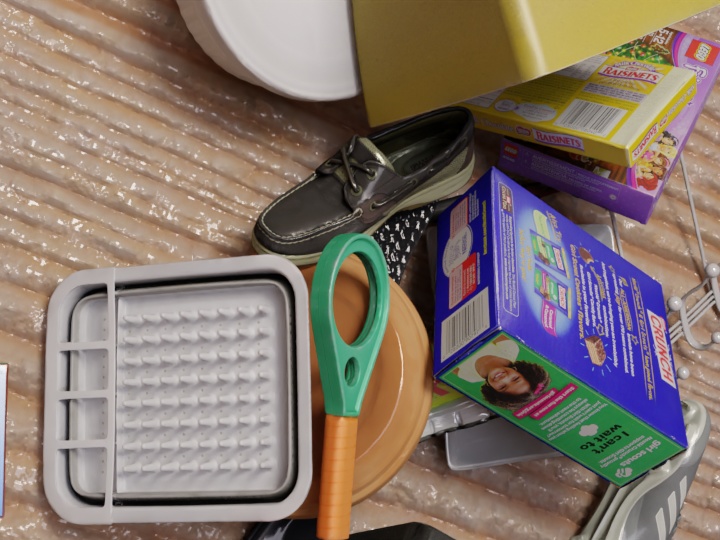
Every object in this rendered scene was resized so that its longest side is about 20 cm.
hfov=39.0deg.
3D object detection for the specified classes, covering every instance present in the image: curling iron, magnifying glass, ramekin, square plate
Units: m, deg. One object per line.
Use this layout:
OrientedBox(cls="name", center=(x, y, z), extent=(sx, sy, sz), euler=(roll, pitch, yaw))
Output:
OrientedBox(cls="curling iron", center=(0.114, -0.069, 0.885), extent=(0.198, 0.050, 0.026), euler=(-16, 46, -23))
OrientedBox(cls="magnifying glass", center=(-0.010, 0.076, 0.681), extent=(0.079, 0.022, 0.203), euler=(14, 81, -58))
OrientedBox(cls="ramekin", center=(-0.051, -0.230, 0.775), extent=(0.200, 0.094, 0.206), euler=(-5, 99, -32))
OrientedBox(cls="square plate", center=(0.146, 0.061, 0.883), extent=(0.196, 0.028, 0.203), euler=(-2, 83, -25))

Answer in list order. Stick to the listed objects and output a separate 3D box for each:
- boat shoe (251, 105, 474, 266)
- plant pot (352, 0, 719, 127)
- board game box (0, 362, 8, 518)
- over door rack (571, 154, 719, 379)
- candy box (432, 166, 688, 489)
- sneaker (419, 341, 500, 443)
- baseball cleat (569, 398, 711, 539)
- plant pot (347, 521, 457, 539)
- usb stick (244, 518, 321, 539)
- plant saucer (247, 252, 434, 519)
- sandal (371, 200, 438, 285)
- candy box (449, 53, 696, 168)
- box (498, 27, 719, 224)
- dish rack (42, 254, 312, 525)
OrientedBox(cls="boat shoe", center=(0.005, -0.071, 0.760), extent=(0.199, 0.066, 0.072), euler=(-26, 53, -25))
OrientedBox(cls="plant pot", center=(0.104, -0.228, 0.717), extent=(0.198, 0.199, 0.179), euler=(-24, 101, -29))
OrientedBox(cls="board game box", center=(-0.331, 0.111, 0.652), extent=(0.197, 0.019, 0.105), euler=(3, 79, -25))
OrientedBox(cls="over door rack", center=(0.286, -0.020, 0.923), extent=(0.147, 0.066, 0.202), euler=(-31, 99, -38))
OrientedBox(cls="candy box", center=(0.152, 0.044, 0.783), extent=(0.199, 0.077, 0.170), euler=(31, 41, -23))
OrientedBox(cls="sneaker", center=(0.028, 0.092, 0.790), extent=(0.198, 0.078, 0.091), euler=(-16, 84, -16))
OrientedBox(cls="baseball cleat", center=(0.251, 0.210, 0.881), extent=(0.106, 0.070, 0.201), euler=(36, 90, -26))
OrientedBox(cls="plant pot", center=(0.036, 0.292, 0.712), extent=(0.199, 0.199, 0.179), euler=(32, 59, -17))
OrientedBox(cls="usb stick", center=(-0.091, 0.248, 0.738), extent=(0.055, 0.032, 0.201), euler=(46, 66, -20))
OrientedBox(cls="plant saucer", center=(-0.045, 0.074, 0.734), extent=(0.197, 0.038, 0.203), euler=(-1, 73, 3))
OrientedBox(cls="sandal", center=(0.000, 0.000, 0.812), extent=(0.075, 0.045, 0.201), euler=(36, 70, -11))
OrientedBox(cls="candy box", center=(0.162, -0.144, 0.840), extent=(0.102, 0.199, 0.027), euler=(-43, 133, -25))
OrientedBox(cls="box", center=(0.224, -0.144, 0.892), extent=(0.136, 0.039, 0.201), euler=(23, 58, 17))
OrientedBox(cls="dish rack", center=(-0.120, 0.082, 0.694), extent=(0.197, 0.043, 0.174), euler=(-5, 79, 18))
